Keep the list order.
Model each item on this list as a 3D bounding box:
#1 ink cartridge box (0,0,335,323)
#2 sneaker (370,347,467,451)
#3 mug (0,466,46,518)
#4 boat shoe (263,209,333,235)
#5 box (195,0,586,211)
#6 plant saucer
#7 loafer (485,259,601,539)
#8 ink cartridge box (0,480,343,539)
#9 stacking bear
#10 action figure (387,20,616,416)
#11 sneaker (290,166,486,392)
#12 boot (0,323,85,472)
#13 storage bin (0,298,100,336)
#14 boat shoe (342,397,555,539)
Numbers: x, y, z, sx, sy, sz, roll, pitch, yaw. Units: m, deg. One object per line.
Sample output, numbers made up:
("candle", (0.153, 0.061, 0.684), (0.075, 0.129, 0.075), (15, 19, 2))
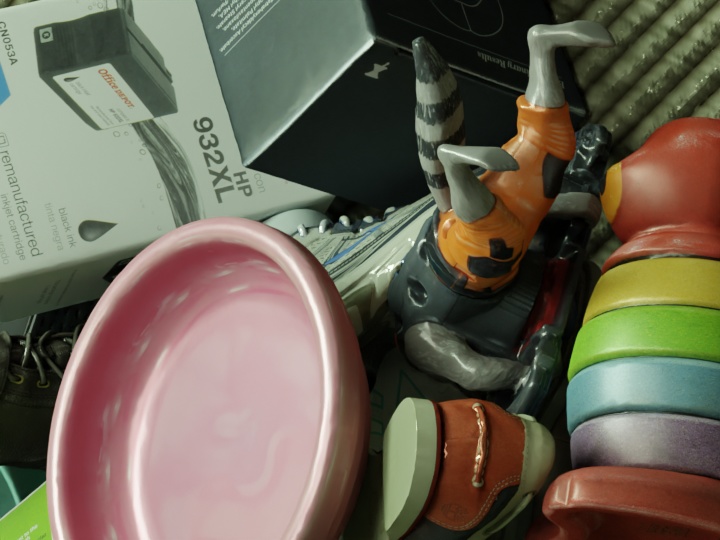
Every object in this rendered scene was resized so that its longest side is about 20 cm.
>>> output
("ink cartridge box", (-0.132, -0.068, 1.546), (0.084, 0.199, 0.146), (130, 123, -66))
("sneaker", (0.025, 0.076, 1.462), (0.080, 0.070, 0.201), (-32, 56, 19))
("mug", (-0.217, 0.143, 1.660), (0.185, 0.114, 0.152), (40, 111, 10))
("boat shoe", (-0.056, 0.067, 1.550), (0.201, 0.071, 0.091), (-57, 43, 29))
("box", (0.004, -0.141, 1.486), (0.107, 0.148, 0.201), (-42, 49, 32))
("plant saucer", (-0.064, 0.078, 1.349), (0.200, 0.051, 0.202), (-18, 64, 41))
("loafer", (0.090, 0.095, 1.379), (0.072, 0.063, 0.201), (-20, 45, 56))
("ink cartridge box", (-0.101, 0.159, 1.501), (0.200, 0.148, 0.076), (-40, 39, 22))
("stacking bear", (0.142, 0.028, 1.303), (0.122, 0.113, 0.201), (102, 176, -71))
("action figure", (0.060, -0.029, 1.348), (0.201, 0.104, 0.194), (-70, -5, -47))
("sneaker", (0.000, 0.000, 1.438), (0.200, 0.077, 0.085), (-37, 49, -16))
("boot", (-0.161, 0.048, 1.488), (0.200, 0.173, 0.069), (-58, 39, 32))
("storage bin", (-0.167, -0.037, 1.689), (0.135, 0.093, 0.201), (24, 96, 50))
("boat shoe", (0.032, 0.104, 1.315), (0.200, 0.062, 0.072), (121, 150, -66))
